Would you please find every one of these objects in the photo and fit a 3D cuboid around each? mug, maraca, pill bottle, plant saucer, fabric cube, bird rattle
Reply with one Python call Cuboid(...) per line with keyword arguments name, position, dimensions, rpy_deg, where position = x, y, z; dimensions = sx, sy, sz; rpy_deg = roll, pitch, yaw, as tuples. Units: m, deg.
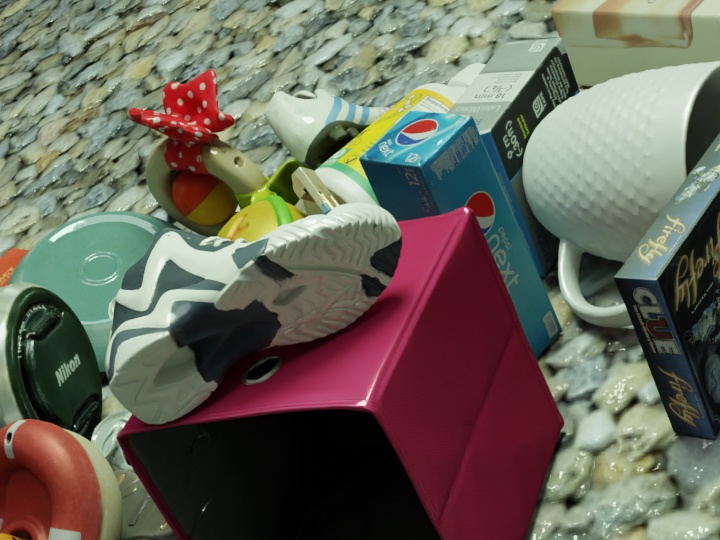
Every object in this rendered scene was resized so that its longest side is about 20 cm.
Cuboid(name="mug", position=(0.210, -0.053, 1.247), dimensions=(0.174, 0.147, 0.202), rpy_deg=(-1, 68, 47))
Cuboid(name="maraca", position=(-0.071, 0.010, 1.361), dimensions=(0.106, 0.139, 0.200), rpy_deg=(0, 8, -16))
Cuboid(name="pill bottle", position=(0.054, -0.093, 1.445), dimensions=(0.200, 0.113, 0.112), rpy_deg=(-40, 32, -22))
Cuboid(name="plant saucer", position=(-0.238, 0.008, 1.526), dimensions=(0.197, 0.036, 0.201), rpy_deg=(-3, 46, 3))
Cuboid(name="fabric cube", position=(-0.003, 0.104, 1.086), dimensions=(0.194, 0.201, 0.200), rpy_deg=(-8, 34, 31))
Cuboid(name="bird rattle", position=(-0.139, -0.082, 1.520), dimensions=(0.163, 0.199, 0.114), rpy_deg=(-35, 32, 50))

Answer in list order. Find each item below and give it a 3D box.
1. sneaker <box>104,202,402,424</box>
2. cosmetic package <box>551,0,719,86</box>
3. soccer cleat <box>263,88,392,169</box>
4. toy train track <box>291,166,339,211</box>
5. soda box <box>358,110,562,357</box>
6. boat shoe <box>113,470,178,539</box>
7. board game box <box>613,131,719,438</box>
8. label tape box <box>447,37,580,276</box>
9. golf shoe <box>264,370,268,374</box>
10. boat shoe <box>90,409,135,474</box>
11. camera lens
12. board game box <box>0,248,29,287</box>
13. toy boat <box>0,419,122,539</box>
Cuboid(name="sneaker", position=(-0.076, 0.000, 1.027), dimensions=(0.198, 0.080, 0.130), rpy_deg=(-37, 36, 4))
Cuboid(name="cosmetic package", position=(0.284, -0.224, 1.493), dimensions=(0.199, 0.088, 0.103), rpy_deg=(12, 45, 48))
Cuboid(name="soccer cleat", position=(-0.015, -0.136, 1.514), dimensions=(0.070, 0.086, 0.199), rpy_deg=(-55, -21, 18))
Cuboid(name="toy train track", position=(0.000, 0.000, 1.321), dimensions=(0.033, 0.114, 0.201), rpy_deg=(-45, 65, 19))
Cuboid(name="soda box", position=(0.076, -0.017, 1.214), dimensions=(0.067, 0.201, 0.064), rpy_deg=(11, 45, 47))
Cuboid(name="boat shoe", position=(-0.152, 0.194, 1.199), dimensions=(0.199, 0.072, 0.076), rpy_deg=(-7, 43, 51))
Cuboid(name="board game box", position=(0.252, -0.004, 1.120), dimensions=(0.034, 0.136, 0.200), rpy_deg=(4, 42, 42))
Cuboid(name="label tape box", position=(0.118, -0.072, 1.328), dimensions=(0.063, 0.145, 0.200), rpy_deg=(3, 41, 38))
Cuboid(name="golf shoe", position=(-0.100, 0.084, 1.269), dimensions=(0.073, 0.091, 0.200), rpy_deg=(-62, -7, -5))
Cuboid(name="boat shoe", position=(-0.146, 0.131, 1.242), dimensions=(0.201, 0.065, 0.075), rpy_deg=(9, 59, 52))
Cuboid(name="camera lens", position=(-0.330, 0.106, 1.386), dimensions=(0.198, 0.161, 0.161), rpy_deg=(-15, 31, 19))
Cuboid(name="board game box", position=(-0.325, 0.045, 1.603), dimensions=(0.199, 0.041, 0.153), rpy_deg=(5, 42, 43))
Cuboid(name="toy boat", position=(-0.251, 0.200, 1.133), dimensions=(0.130, 0.130, 0.202), rpy_deg=(-3, 71, 46))
